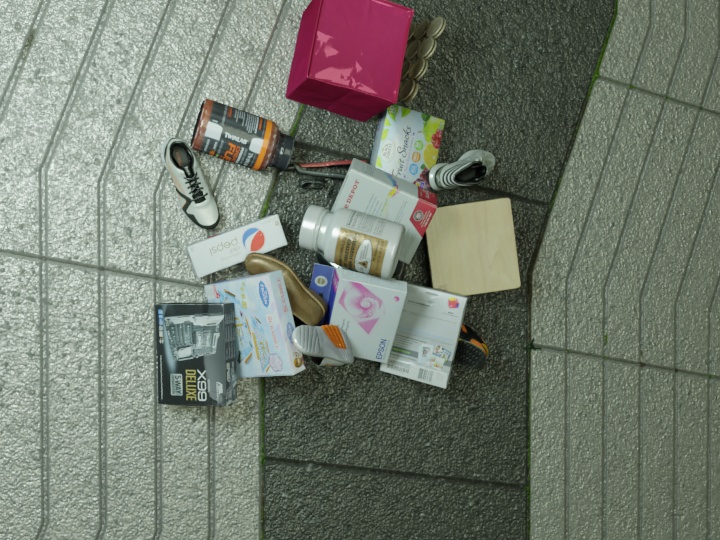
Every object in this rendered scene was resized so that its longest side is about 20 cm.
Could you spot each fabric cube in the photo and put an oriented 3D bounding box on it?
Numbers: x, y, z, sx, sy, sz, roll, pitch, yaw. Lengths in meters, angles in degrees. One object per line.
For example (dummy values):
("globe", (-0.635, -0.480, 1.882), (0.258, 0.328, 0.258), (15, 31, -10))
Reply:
("fabric cube", (-0.026, -0.442, 1.552), (0.197, 0.199, 0.199), (13, 86, -18))

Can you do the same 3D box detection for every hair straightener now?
("hair straightener", (-0.079, -0.196, 1.621), (0.197, 0.041, 0.078), (-3, 92, -18))

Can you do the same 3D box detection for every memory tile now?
("memory tile", (0.106, -0.449, 1.621), (0.017, 0.153, 0.202), (28, 82, -31))

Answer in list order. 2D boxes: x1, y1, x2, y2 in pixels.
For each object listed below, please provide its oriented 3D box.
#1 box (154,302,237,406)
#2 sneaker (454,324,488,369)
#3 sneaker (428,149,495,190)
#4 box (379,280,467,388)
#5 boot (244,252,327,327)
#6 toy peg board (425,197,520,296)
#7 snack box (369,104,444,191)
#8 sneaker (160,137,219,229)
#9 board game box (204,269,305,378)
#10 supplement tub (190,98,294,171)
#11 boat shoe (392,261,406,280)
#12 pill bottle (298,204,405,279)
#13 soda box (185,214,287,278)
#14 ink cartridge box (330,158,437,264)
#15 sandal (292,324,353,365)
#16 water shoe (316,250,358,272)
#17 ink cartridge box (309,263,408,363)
("box", (-0.327, 0.165, 1.502), (0.155, 0.050, 0.204), (0, 92, 19))
("sneaker", (0.204, 0.142, 1.713), (0.199, 0.090, 0.070), (36, 114, 7))
("sneaker", (0.256, -0.218, 1.671), (0.199, 0.115, 0.077), (-23, 111, -35))
("box", (0.138, 0.139, 1.652), (0.154, 0.041, 0.203), (13, 96, 11))
("boot", (-0.158, 0.043, 1.516), (0.199, 0.074, 0.076), (39, 42, -6))
("toy peg board", (0.245, -0.050, 1.716), (0.196, 0.098, 0.203), (-8, 93, -2))
("snack box", (0.097, -0.251, 1.671), (0.140, 0.053, 0.203), (12, 87, -16))
("sneaker", (-0.343, -0.173, 1.517), (0.073, 0.080, 0.202), (-30, 101, -17))
("board game box", (-0.214, 0.112, 1.509), (0.041, 0.198, 0.203), (-20, 99, -50))
("supplement tub", (-0.237, -0.268, 1.535), (0.197, 0.107, 0.109), (16, 86, -17))
("boat shoe", (0.061, 0.035, 1.659), (0.072, 0.063, 0.203), (24, 84, -17))
("pill bottle", (-0.018, -0.062, 1.516), (0.197, 0.114, 0.116), (17, 86, 8))
("soda box", (-0.256, -0.051, 1.555), (0.198, 0.064, 0.069), (-22, 99, -16))
("ink cartridge box", (0.044, -0.127, 1.595), (0.198, 0.083, 0.147), (23, 116, -7))
("sandal", (-0.087, 0.149, 1.501), (0.206, 0.059, 0.080), (20, 48, -56))
("water shoe", (0.000, 0.000, 1.609), (0.199, 0.072, 0.079), (38, 70, 7))
("ink cartridge box", (-0.017, 0.092, 1.568), (0.197, 0.044, 0.198), (11, 125, -3))
